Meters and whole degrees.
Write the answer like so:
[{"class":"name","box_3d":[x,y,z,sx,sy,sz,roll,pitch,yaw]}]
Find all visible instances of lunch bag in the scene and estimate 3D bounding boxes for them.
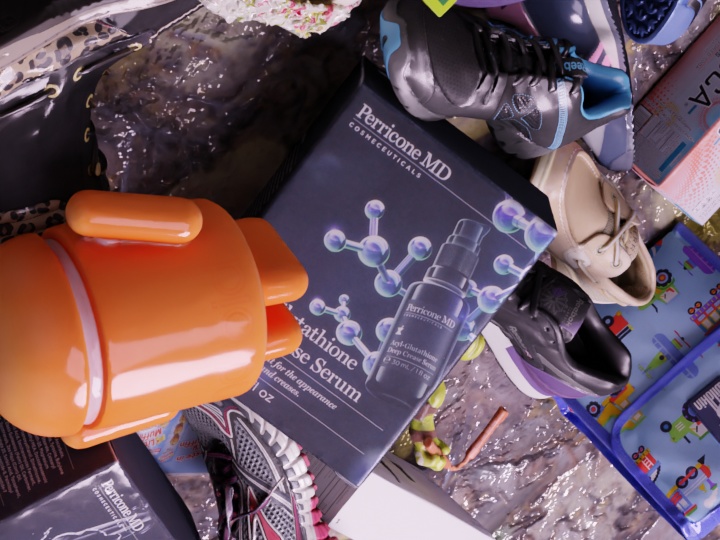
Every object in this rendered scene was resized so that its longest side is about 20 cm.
[{"class":"lunch bag","box_3d":[0.238,0.090,1.724,0.150,0.200,0.094,-41,139,-2]}]

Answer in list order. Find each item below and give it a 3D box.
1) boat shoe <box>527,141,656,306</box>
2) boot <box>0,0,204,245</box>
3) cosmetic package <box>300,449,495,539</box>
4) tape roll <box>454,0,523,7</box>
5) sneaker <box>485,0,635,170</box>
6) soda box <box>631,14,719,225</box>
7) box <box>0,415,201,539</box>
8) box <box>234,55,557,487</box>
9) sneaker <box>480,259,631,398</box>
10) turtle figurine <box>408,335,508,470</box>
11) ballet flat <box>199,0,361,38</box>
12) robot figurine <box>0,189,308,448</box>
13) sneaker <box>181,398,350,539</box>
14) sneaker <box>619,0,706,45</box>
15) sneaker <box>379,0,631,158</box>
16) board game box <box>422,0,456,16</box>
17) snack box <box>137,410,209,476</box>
[{"class":"boat shoe","box_3d":[0.154,-0.029,1.625,0.072,0.065,0.200,-66,157,-17]},{"class":"boot","box_3d":[-0.154,-0.103,1.356,0.200,0.073,0.151,-29,143,-27]},{"class":"cosmetic package","box_3d":[0.013,0.153,1.671,0.051,0.083,0.200,-49,148,4]},{"class":"tape roll","box_3d":[0.083,-0.253,1.417,0.200,0.066,0.201,-21,134,-23]},{"class":"sneaker","box_3d":[0.129,-0.130,1.572,0.082,0.070,0.200,-10,143,8]},{"class":"soda box","box_3d":[0.263,-0.131,1.662,0.200,0.064,0.068,-48,139,7]},{"class":"box","box_3d":[-0.202,0.173,1.502,0.182,0.104,0.200,-28,138,0]},{"class":"box","box_3d":[0.000,0.000,1.485,0.148,0.107,0.200,36,101,-7]},{"class":"sneaker","box_3d":[0.103,0.008,1.578,0.200,0.087,0.076,43,67,-31]},{"class":"turtle figurine","box_3d":[0.033,0.041,1.628,0.161,0.064,0.201,-7,114,-46]},{"class":"ballet flat","box_3d":[-0.027,-0.163,1.344,0.200,0.064,0.076,-22,108,-65]},{"class":"robot figurine","box_3d":[-0.130,0.024,1.359,0.199,0.117,0.144,-13,169,-24]},{"class":"sneaker","box_3d":[-0.066,0.153,1.549,0.075,0.081,0.200,-32,107,-24]},{"class":"sneaker","box_3d":[0.233,-0.228,1.548,0.078,0.070,0.200,7,117,-34]},{"class":"sneaker","box_3d":[0.084,-0.121,1.447,0.082,0.073,0.200,-14,164,32]},{"class":"board game box","box_3d":[0.073,-0.241,1.288,0.200,0.102,0.048,-45,152,4]},{"class":"snack box","box_3d":[-0.113,0.099,1.593,0.200,0.024,0.072,3,124,-39]}]
